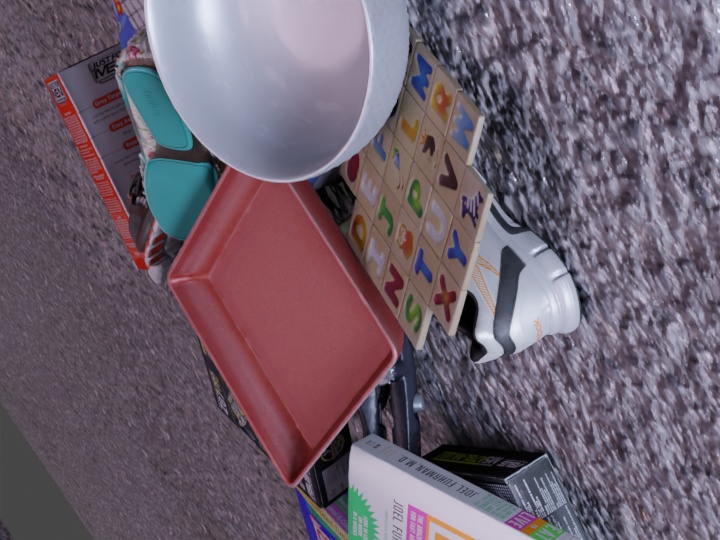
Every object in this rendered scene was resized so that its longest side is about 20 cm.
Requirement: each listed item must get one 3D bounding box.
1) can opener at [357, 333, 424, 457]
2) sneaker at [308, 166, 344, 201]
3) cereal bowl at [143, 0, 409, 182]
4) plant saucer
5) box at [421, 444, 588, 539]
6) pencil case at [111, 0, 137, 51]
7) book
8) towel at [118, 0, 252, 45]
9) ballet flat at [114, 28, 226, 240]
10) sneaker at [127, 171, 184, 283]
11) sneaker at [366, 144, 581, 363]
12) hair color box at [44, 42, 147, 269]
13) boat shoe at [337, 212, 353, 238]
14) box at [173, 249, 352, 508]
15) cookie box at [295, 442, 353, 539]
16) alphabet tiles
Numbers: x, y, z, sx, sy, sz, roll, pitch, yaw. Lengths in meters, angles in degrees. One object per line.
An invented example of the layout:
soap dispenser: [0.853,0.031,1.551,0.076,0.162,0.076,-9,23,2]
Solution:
can opener: [0.025,0.135,1.321,0.079,0.063,0.201,2,-99,-67]
sneaker: [-0.069,-0.074,1.279,0.200,0.077,0.076,125,129,-63]
cereal bowl: [-0.044,-0.164,1.069,0.199,0.083,0.201,18,120,35]
plant saucer: [-0.052,0.027,1.197,0.200,0.037,0.200,57,140,19]
box: [0.128,0.234,1.284,0.201,0.047,0.193,64,162,-7]
pencil case: [-0.157,-0.178,1.319,0.087,0.078,0.201,-14,91,39]
book: [0.074,0.217,1.224,0.199,0.048,0.134,22,123,38]
towel: [-0.128,-0.252,1.196,0.165,0.085,0.201,-5,117,60]
ballet flat: [-0.133,-0.106,1.229,0.075,0.064,0.201,10,143,10]
sneaker: [-0.174,-0.051,1.405,0.082,0.077,0.200,55,161,8]
sneaker: [0.056,-0.021,1.073,0.200,0.080,0.074,48,159,35]
hair color box: [-0.202,-0.111,1.540,0.201,0.101,0.061,66,159,-10]
boat shoe: [0.000,0.000,1.241,0.063,0.073,0.200,61,160,6]
box: [-0.077,0.084,1.371,0.161,0.049,0.201,36,151,37]
cookie box: [0.022,0.292,1.575,0.171,0.075,0.201,41,151,45]
alphabet tiles: [0.031,-0.056,1.051,0.200,0.006,0.167,-122,38,-50]
